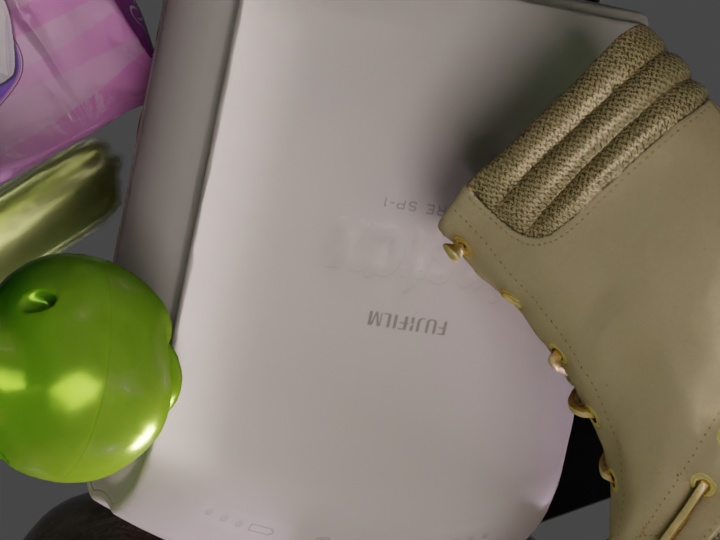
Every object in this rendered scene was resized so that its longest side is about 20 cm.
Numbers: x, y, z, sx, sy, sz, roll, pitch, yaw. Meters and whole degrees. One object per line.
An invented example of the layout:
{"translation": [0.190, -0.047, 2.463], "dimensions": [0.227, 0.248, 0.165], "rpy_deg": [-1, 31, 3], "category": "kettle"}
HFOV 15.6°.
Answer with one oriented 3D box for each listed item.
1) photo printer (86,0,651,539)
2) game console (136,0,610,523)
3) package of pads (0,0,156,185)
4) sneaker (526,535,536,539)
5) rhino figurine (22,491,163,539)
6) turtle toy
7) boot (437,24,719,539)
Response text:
{"translation": [0.000, 0.000, 0.849], "dimensions": [0.166, 0.069, 0.200], "rpy_deg": [9, 98, -29], "category": "photo printer"}
{"translation": [0.018, 0.005, 0.913], "dimensions": [0.177, 0.031, 0.200], "rpy_deg": [-15, 109, -19], "category": "game console"}
{"translation": [-0.175, -0.067, 0.844], "dimensions": [0.200, 0.076, 0.121], "rpy_deg": [-29, 119, 2], "category": "package of pads"}
{"translation": [0.008, 0.181, 0.994], "dimensions": [0.200, 0.070, 0.082], "rpy_deg": [-45, 134, 10], "category": "sneaker"}
{"translation": [-0.122, 0.122, 0.943], "dimensions": [0.200, 0.060, 0.087], "rpy_deg": [-40, 116, 2], "category": "rhino figurine"}
{"translation": [-0.150, 0.007, 0.771], "dimensions": [0.200, 0.101, 0.146], "rpy_deg": [24, 111, 9], "category": "turtle toy"}
{"translation": [0.078, 0.043, 0.799], "dimensions": [0.155, 0.073, 0.200], "rpy_deg": [43, 119, 13], "category": "boot"}
